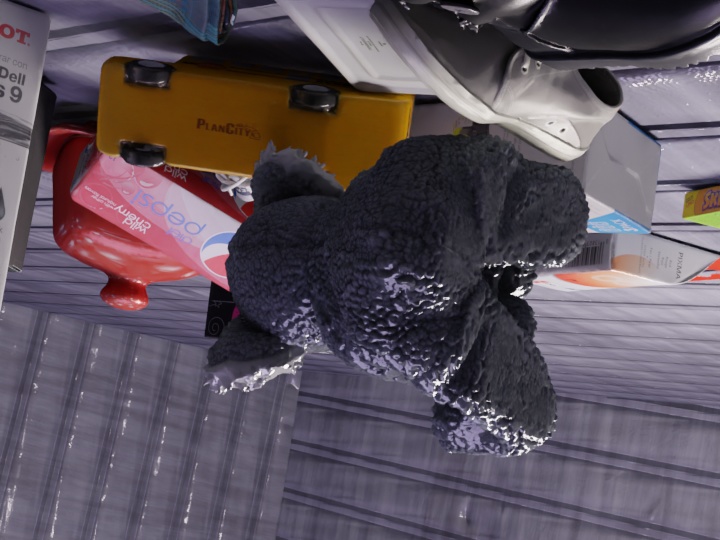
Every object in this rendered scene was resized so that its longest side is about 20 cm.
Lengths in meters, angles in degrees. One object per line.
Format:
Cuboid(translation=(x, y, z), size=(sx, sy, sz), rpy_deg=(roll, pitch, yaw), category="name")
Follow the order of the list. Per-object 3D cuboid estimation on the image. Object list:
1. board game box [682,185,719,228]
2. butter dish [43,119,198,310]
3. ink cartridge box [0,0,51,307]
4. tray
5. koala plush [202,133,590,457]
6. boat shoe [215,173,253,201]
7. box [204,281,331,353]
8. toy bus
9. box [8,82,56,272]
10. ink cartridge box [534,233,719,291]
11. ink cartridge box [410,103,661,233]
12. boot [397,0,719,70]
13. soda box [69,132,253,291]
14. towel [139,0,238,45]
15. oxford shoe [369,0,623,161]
Cuboid(translation=(0.336, -0.049, 0.943), size=(0.095, 0.030, 0.200), rpy_deg=(12, 173, -23), category="board game box")
Cuboid(translation=(-0.198, -0.038, 1.147), size=(0.199, 0.149, 0.199), rpy_deg=(12, 170, -18), category="butter dish")
Cuboid(translation=(-0.288, -0.082, 0.799), size=(0.145, 0.201, 0.084), rpy_deg=(16, 166, -39), category="ink cartridge box")
Cuboid(translation=(0.008, -0.136, 0.733), size=(0.107, 0.022, 0.200), rpy_deg=(5, 170, 18), category="tray")
Cuboid(translation=(0.000, 0.000, 0.742), size=(0.199, 0.178, 0.184), rpy_deg=(4, 166, 36), category="koala plush")
Cuboid(translation=(-0.081, -0.086, 0.980), size=(0.072, 0.069, 0.200), rpy_deg=(5, 171, 22), category="boat shoe")
Cuboid(translation=(-0.060, 0.024, 1.455), size=(0.199, 0.133, 0.115), rpy_deg=(3, 173, 36), category="box")
Cuboid(translation=(-0.067, -0.099, 0.845), size=(0.199, 0.065, 0.078), rpy_deg=(8, -160, 3), category="toy bus")
Cuboid(translation=(-0.350, -0.092, 0.952), size=(0.199, 0.149, 0.124), rpy_deg=(8, 170, 11), category="box")
Cuboid(translation=(0.274, 0.006, 1.280), size=(0.199, 0.050, 0.162), rpy_deg=(17, 169, -26), category="ink cartridge box")
Cuboid(translation=(0.094, -0.071, 0.909), size=(0.199, 0.068, 0.115), rpy_deg=(2, 169, 37), category="ink cartridge box")
Cuboid(translation=(0.053, -0.144, 0.534), size=(0.199, 0.066, 0.165), rpy_deg=(19, 165, -30), category="boot")
Cuboid(translation=(-0.129, -0.048, 1.039), size=(0.199, 0.064, 0.070), rpy_deg=(31, 125, -23), category="soda box")
Cuboid(translation=(-0.144, -0.164, 0.547), size=(0.199, 0.022, 0.147), rpy_deg=(25, 170, -1), category="towel")
Cuboid(translation=(0.076, -0.110, 0.678), size=(0.058, 0.075, 0.200), rpy_deg=(-43, 147, 24), category="oxford shoe")
